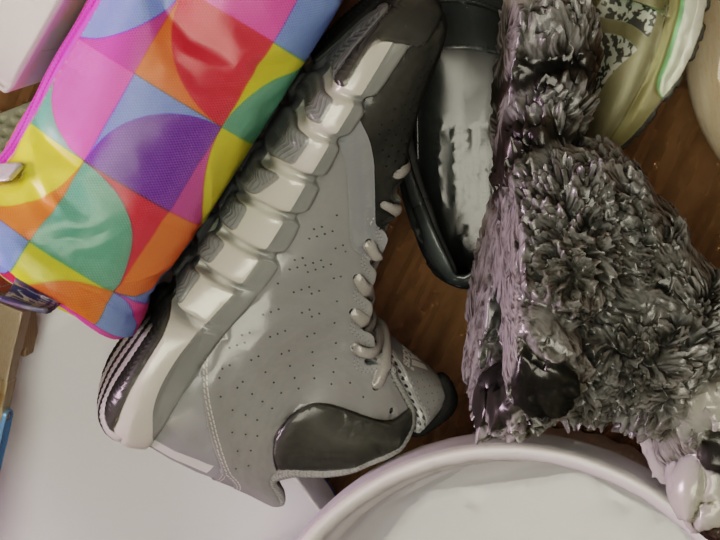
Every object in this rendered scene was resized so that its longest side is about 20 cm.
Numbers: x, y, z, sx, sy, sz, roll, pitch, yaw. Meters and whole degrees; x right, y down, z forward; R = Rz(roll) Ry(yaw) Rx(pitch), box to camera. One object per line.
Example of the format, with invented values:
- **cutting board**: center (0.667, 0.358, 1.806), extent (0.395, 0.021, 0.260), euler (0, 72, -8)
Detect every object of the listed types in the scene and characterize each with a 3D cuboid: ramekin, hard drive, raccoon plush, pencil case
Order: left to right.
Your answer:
- **hard drive**: center (-0.127, 0.088, 1.115), extent (0.200, 0.025, 0.132), euler (-30, 105, 20)
- **pencil case**: center (-0.069, -0.070, 1.005), extent (0.088, 0.088, 0.200), euler (33, 91, 4)
- **ramekin**: center (0.063, 0.151, 1.071), extent (0.200, 0.105, 0.200), euler (2, 99, 10)
- **raccoon plush**: center (0.113, -0.009, 0.974), extent (0.134, 0.097, 0.200), euler (5, 95, -10)

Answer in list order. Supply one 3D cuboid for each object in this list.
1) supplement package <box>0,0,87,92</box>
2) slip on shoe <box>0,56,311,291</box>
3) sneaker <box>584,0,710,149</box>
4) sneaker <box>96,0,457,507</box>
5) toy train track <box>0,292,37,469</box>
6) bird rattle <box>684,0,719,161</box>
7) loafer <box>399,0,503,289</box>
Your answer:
- **supplement package**: center (-0.110, -0.183, 1.044), extent (0.120, 0.121, 0.200), euler (33, 104, 4)
- **slip on shoe**: center (-0.087, -0.037, 1.098), extent (0.200, 0.061, 0.074), euler (-18, 50, 4)
- **sneaker**: center (0.082, -0.139, 1.030), extent (0.089, 0.077, 0.200), euler (9, 93, -9)
- **sneaker**: center (0.000, 0.000, 1.033), extent (0.115, 0.075, 0.200), euler (32, 105, -13)
- **toy train track**: center (-0.151, 0.100, 1.094), extent (0.115, 0.033, 0.200), euler (20, 110, 17)
- **bird rattle**: center (0.192, -0.063, 1.037), extent (0.163, 0.113, 0.200), euler (47, 117, 13)
- **loafer**: center (0.041, -0.092, 1.055), extent (0.068, 0.070, 0.201), euler (-2, 98, 11)
